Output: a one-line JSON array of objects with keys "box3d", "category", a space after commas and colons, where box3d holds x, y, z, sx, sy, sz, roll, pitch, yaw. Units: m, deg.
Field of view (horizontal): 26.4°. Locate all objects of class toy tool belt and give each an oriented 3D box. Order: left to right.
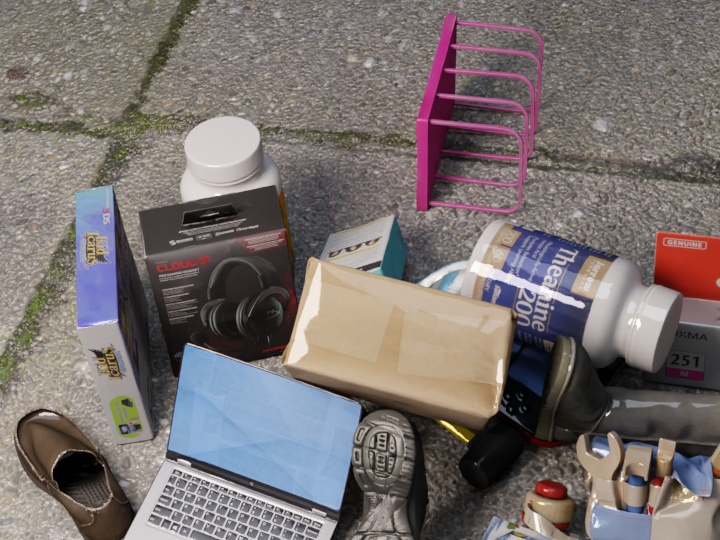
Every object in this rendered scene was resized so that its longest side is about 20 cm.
[{"box3d": [0.255, 0.192, 1.420, 0.199, 0.124, 0.125, 9, 8, 12], "category": "toy tool belt"}]

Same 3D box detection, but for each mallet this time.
[{"box3d": [0.066, 0.145, 1.534, 0.199, 0.041, 0.066, 31, 54, 17], "category": "mallet"}]

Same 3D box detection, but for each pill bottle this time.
[{"box3d": [-0.136, -0.066, 1.677, 0.110, 0.201, 0.112, -3, 45, 3], "category": "pill bottle"}, {"box3d": [0.208, 0.030, 1.503, 0.199, 0.111, 0.111, 19, 50, 22], "category": "pill bottle"}]

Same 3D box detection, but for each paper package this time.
[{"box3d": [0.038, 0.074, 1.433, 0.199, 0.191, 0.104, 14, 80, 5], "category": "paper package"}]

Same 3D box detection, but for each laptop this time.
[{"box3d": [-0.117, 0.205, 1.434, 0.186, 0.116, 0.201, 18, 59, 14], "category": "laptop"}]

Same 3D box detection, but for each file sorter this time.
[{"box3d": [0.144, -0.181, 1.805, 0.124, 0.140, 0.201, 7, 47, 10], "category": "file sorter"}]

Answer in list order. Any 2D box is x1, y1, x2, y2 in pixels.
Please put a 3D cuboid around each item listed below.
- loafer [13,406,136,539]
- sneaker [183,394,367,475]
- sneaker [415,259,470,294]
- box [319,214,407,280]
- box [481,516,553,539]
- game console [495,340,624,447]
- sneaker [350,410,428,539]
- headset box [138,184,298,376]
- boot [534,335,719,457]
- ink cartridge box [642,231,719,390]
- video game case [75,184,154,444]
[{"box3d": [-0.284, 0.194, 1.529, 0.073, 0.072, 0.200, -33, 51, -24], "category": "loafer"}, {"box3d": [-0.088, 0.172, 1.538, 0.198, 0.076, 0.091, -9, 54, 8], "category": "sneaker"}, {"box3d": [0.078, 0.054, 1.630, 0.199, 0.077, 0.081, -24, 56, -8], "category": "sneaker"}, {"box3d": [0.000, 0.000, 1.630, 0.082, 0.049, 0.200, -17, 15, 11], "category": "box"}, {"box3d": [0.141, 0.326, 1.369, 0.136, 0.040, 0.200, 17, 50, 23], "category": "box"}, {"box3d": [0.181, 0.067, 1.577, 0.176, 0.031, 0.200, 36, 63, 9], "category": "game console"}, {"box3d": [0.032, 0.232, 1.410, 0.075, 0.091, 0.202, 6, 85, 19], "category": "sneaker"}, {"box3d": [-0.145, 0.005, 1.608, 0.148, 0.201, 0.078, -11, 45, -5], "category": "headset box"}, {"box3d": [0.271, 0.127, 1.443, 0.199, 0.182, 0.073, 11, 67, 8], "category": "boot"}, {"box3d": [0.384, 0.049, 1.520, 0.199, 0.174, 0.044, 6, 46, 13], "category": "ink cartridge box"}, {"box3d": [-0.256, 0.046, 1.594, 0.045, 0.182, 0.201, -9, 45, -2], "category": "video game case"}]
